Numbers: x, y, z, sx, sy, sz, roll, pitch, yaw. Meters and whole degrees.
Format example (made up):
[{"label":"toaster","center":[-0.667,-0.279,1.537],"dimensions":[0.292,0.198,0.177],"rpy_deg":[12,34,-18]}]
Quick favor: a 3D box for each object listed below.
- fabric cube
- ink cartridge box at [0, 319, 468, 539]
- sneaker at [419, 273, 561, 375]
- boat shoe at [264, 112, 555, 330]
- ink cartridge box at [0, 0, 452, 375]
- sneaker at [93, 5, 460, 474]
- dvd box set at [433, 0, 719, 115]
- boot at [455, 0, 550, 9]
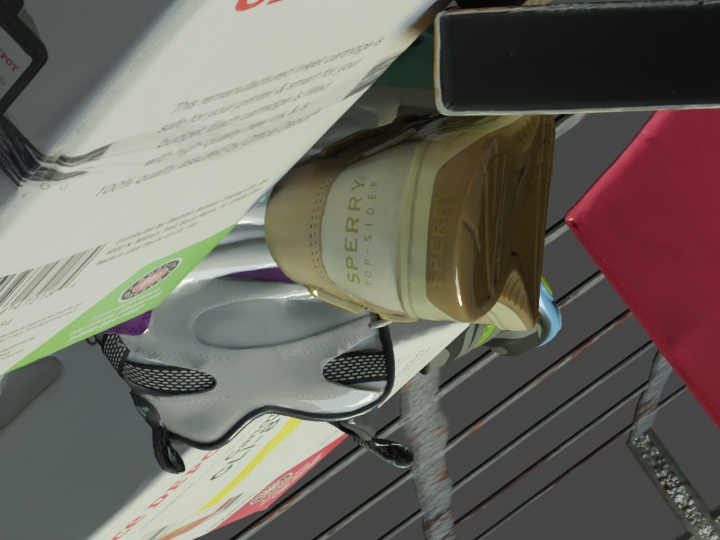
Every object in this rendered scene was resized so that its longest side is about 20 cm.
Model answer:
[{"label":"fabric cube","center":[0.272,-0.038,1.545],"dimensions":[0.199,0.196,0.200],"rpy_deg":[-27,166,-34]},{"label":"ink cartridge box","center":[-0.068,0.048,1.137],"dimensions":[0.145,0.083,0.200],"rpy_deg":[-42,168,27]},{"label":"sneaker","center":[0.042,0.009,1.377],"dimensions":[0.083,0.071,0.200],"rpy_deg":[-33,165,10]},{"label":"boat shoe","center":[0.019,-0.017,0.869],"dimensions":[0.065,0.072,0.200],"rpy_deg":[5,-176,12]},{"label":"ink cartridge box","center":[-0.063,-0.059,0.710],"dimensions":[0.200,0.084,0.145],"rpy_deg":[-45,167,36]},{"label":"sneaker","center":[0.000,0.000,0.978],"dimensions":[0.200,0.140,0.078],"rpy_deg":[-28,-165,-17]},{"label":"dvd box set","center":[0.106,-0.062,0.802],"dimensions":[0.146,0.029,0.200],"rpy_deg":[-1,-175,11]},{"label":"boot","center":[0.091,-0.153,0.876],"dimensions":[0.146,0.070,0.200],"rpy_deg":[-40,171,-15]}]
